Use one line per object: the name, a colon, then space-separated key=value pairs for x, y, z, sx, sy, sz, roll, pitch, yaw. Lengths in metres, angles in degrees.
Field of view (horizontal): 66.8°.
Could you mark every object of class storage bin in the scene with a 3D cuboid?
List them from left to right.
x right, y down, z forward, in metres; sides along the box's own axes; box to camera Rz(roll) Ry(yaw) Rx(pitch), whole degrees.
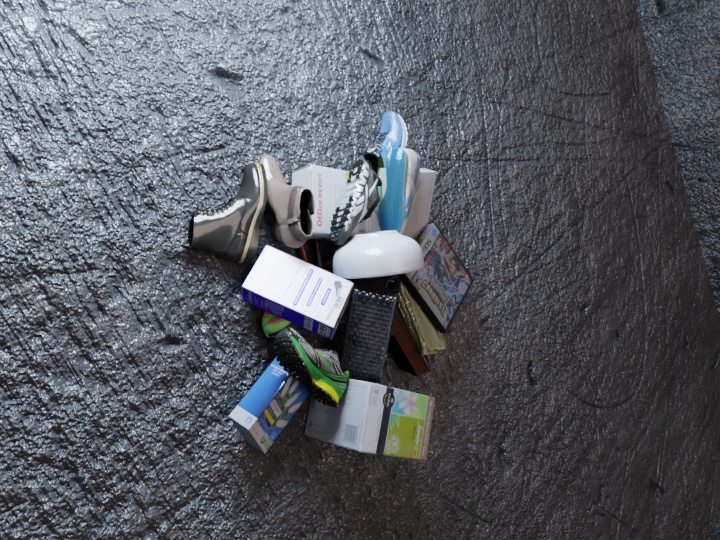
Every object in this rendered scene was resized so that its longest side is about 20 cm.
storage bin: x=0.022 y=0.120 z=1.167 sx=0.135 sy=0.092 sz=0.204 roll=-60 pitch=161 yaw=-74

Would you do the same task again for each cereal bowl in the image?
cereal bowl: x=0.036 y=-0.038 z=1.150 sx=0.197 sy=0.198 sz=0.085 roll=-9 pitch=98 yaw=-38

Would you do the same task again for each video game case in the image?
video game case: x=0.188 y=0.016 z=1.332 sx=0.201 sy=0.025 sz=0.182 roll=52 pitch=54 yaw=-22

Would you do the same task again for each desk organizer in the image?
desk organizer: x=0.086 y=0.162 z=1.294 sx=0.202 sy=0.076 sz=0.072 roll=59 pitch=11 yaw=-19

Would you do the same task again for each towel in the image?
towel: x=0.144 y=0.106 z=1.323 sx=0.148 sy=0.036 sz=0.203 roll=2 pitch=62 yaw=-64

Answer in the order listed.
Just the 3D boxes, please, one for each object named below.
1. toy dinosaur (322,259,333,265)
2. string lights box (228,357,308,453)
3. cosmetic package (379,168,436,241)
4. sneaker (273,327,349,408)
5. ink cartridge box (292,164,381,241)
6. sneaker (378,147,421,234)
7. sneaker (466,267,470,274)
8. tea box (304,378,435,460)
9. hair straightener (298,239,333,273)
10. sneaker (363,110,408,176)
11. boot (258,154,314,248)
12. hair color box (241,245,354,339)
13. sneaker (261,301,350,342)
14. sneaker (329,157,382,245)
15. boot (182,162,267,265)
toy dinosaur: x=0.000 y=0.000 z=1.264 sx=0.199 sy=0.060 sz=0.108 roll=40 pitch=65 yaw=-29
string lights box: x=-0.163 y=0.246 z=1.090 sx=0.201 sy=0.058 sz=0.104 roll=-52 pitch=146 yaw=-29
cosmetic package: x=0.103 y=-0.143 z=1.320 sx=0.149 sy=0.051 sz=0.204 roll=-7 pitch=114 yaw=-37
sneaker: x=-0.093 y=0.175 z=1.052 sx=0.201 sy=0.077 sz=0.086 roll=55 pitch=50 yaw=-34
ink cartridge box: x=-0.052 y=-0.142 z=1.217 sx=0.197 sy=0.087 sz=0.149 roll=3 pitch=84 yaw=-40
sneaker: x=0.094 y=-0.167 z=1.213 sx=0.080 sy=0.076 sz=0.204 roll=-12 pitch=117 yaw=-48
sneaker: x=0.224 y=-0.006 z=1.440 sx=0.113 sy=0.075 sz=0.204 roll=-28 pitch=104 yaw=-43
tea box: x=0.020 y=0.310 z=1.165 sx=0.194 sy=0.198 sz=0.137 roll=19 pitch=75 yaw=-35
hair straightener: x=-0.078 y=0.029 z=1.199 sx=0.076 sy=0.041 sz=0.204 roll=-17 pitch=98 yaw=-19
sneaker: x=0.058 y=-0.293 z=1.323 sx=0.088 sy=0.078 sz=0.205 roll=13 pitch=78 yaw=-39
boot: x=-0.146 y=-0.146 z=1.103 sx=0.069 sy=0.145 sz=0.204 roll=-13 pitch=94 yaw=-36
hair color box: x=-0.123 y=0.043 z=1.086 sx=0.197 sy=0.065 sz=0.110 roll=23 pitch=58 yaw=6
sneaker: x=-0.115 y=0.091 z=1.151 sx=0.197 sy=0.077 sz=0.085 roll=-19 pitch=138 yaw=-21
sneaker: x=0.000 y=-0.134 z=1.160 sx=0.090 sy=0.066 sz=0.203 roll=31 pitch=65 yaw=-30
boot: x=-0.260 y=-0.124 z=1.059 sx=0.136 sy=0.077 sz=0.205 roll=12 pitch=78 yaw=-32
